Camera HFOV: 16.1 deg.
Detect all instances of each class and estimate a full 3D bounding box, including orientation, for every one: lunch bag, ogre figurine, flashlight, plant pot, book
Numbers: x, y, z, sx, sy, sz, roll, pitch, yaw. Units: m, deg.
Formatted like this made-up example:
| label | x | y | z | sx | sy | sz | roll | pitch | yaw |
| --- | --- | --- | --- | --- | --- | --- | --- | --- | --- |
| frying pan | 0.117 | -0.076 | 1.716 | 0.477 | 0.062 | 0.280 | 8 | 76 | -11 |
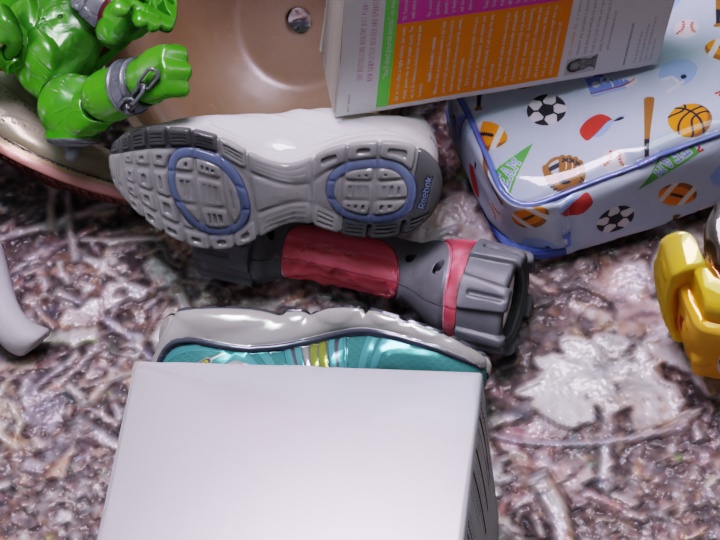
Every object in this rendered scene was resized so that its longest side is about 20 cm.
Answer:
| label | x | y | z | sx | sy | sz | roll | pitch | yaw |
| --- | --- | --- | --- | --- | --- | --- | --- | --- | --- |
| lunch bag | 0.154 | -0.102 | 1.543 | 0.199 | 0.076 | 0.161 | -18 | 53 | -5 |
| ogre figurine | -0.168 | -0.153 | 1.512 | 0.200 | 0.120 | 0.098 | 50 | 34 | 14 |
| flashlight | 0.000 | 0.000 | 1.496 | 0.199 | 0.068 | 0.068 | 12 | 63 | 16 |
| plant pot | -0.053 | -0.151 | 1.574 | 0.200 | 0.202 | 0.093 | 12 | 16 | 17 |
| book | 0.082 | -0.155 | 1.442 | 0.199 | 0.134 | 0.048 | -7 | 59 | -10 |

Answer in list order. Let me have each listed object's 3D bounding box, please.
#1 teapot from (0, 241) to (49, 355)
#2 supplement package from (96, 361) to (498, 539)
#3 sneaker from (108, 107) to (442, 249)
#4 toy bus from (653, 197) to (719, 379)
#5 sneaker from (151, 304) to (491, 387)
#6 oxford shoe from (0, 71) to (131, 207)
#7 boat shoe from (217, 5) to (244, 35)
| label | x | y | z | sx | sy | sz | roll | pitch | yaw |
| --- | --- | --- | --- | --- | --- | --- | --- | --- | --- |
| teapot | -0.311 | -0.014 | 1.483 | 0.199 | 0.198 | 0.147 | -15 | 62 | 11 |
| supplement package | -0.032 | 0.172 | 1.319 | 0.190 | 0.147 | 0.201 | 2 | 53 | 10 |
| sneaker | -0.047 | -0.060 | 1.490 | 0.199 | 0.075 | 0.087 | 4 | 26 | 8 |
| toy bus | 0.275 | 0.050 | 1.392 | 0.199 | 0.136 | 0.193 | -12 | 68 | 2 |
| sneaker | -0.022 | 0.066 | 1.459 | 0.199 | 0.078 | 0.080 | -2 | 72 | 13 |
| oxford shoe | -0.209 | -0.102 | 1.566 | 0.199 | 0.071 | 0.074 | 28 | 85 | -3 |
| boat shoe | -0.105 | -0.238 | 1.687 | 0.072 | 0.071 | 0.201 | -12 | 53 | -1 |
